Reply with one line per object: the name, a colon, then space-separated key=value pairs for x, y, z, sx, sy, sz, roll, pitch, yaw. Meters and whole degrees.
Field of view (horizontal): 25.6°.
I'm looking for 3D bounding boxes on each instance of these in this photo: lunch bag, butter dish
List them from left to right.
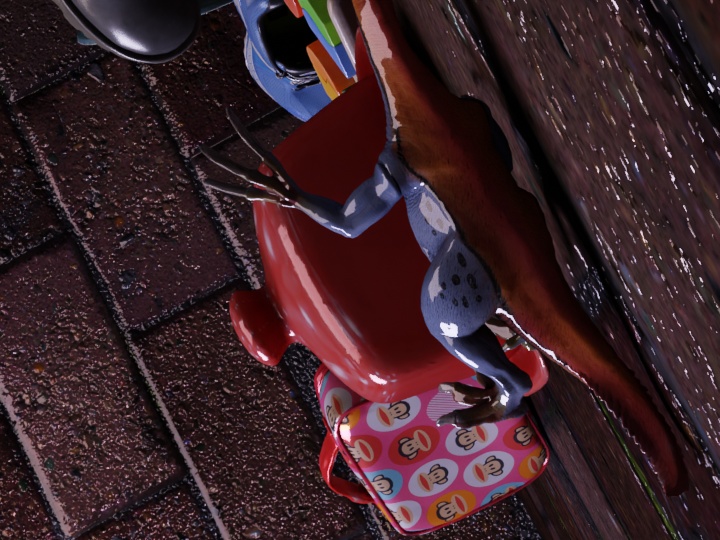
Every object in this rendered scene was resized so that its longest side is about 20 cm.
butter dish: x=0.000 y=0.000 z=0.842 sx=0.200 sy=0.147 sz=0.200 roll=62 pitch=178 yaw=7
lunch bag: x=0.049 y=0.129 z=1.284 sx=0.082 sy=0.175 sz=0.200 roll=61 pitch=178 yaw=45

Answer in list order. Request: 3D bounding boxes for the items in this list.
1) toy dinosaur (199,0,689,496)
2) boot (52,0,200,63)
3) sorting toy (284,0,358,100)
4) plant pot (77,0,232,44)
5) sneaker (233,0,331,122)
toy dinosaur: x=0.047 y=-0.037 z=0.595 sx=0.199 sy=0.105 sz=0.182 roll=18 pitch=137 yaw=31
boot: x=-0.097 y=-0.163 z=0.679 sx=0.182 sy=0.073 sz=0.200 roll=54 pitch=160 yaw=-25
sorting toy: x=-0.015 y=-0.147 z=1.021 sx=0.186 sy=0.036 sz=0.200 roll=62 pitch=180 yaw=-39
plant pot: x=-0.189 y=-0.325 z=1.380 sx=0.200 sy=0.199 sz=0.197 roll=-119 pitch=9 yaw=-71
sneaker: x=-0.054 y=-0.174 z=1.262 sx=0.089 sy=0.078 sz=0.200 roll=65 pitch=-179 yaw=34
